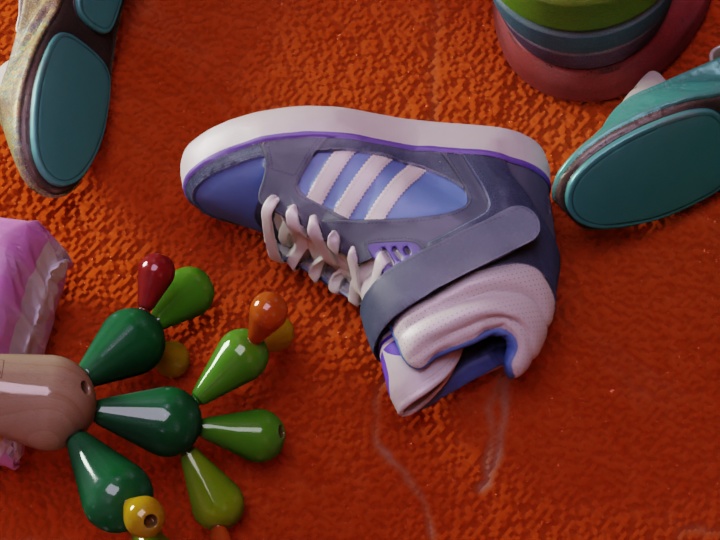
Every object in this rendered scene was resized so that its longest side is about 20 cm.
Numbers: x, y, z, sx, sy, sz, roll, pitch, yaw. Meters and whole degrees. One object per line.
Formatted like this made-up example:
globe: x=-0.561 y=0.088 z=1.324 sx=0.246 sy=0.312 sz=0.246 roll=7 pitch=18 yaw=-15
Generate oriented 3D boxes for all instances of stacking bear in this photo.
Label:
stacking bear: x=0.111 y=-0.183 z=0.953 sx=0.121 sy=0.200 sz=0.114 roll=14 pitch=66 yaw=17

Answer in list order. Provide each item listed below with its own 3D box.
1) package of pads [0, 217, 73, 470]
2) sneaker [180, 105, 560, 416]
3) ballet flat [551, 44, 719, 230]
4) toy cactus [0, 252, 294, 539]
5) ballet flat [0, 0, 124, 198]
package of pads: x=-0.259 y=0.030 z=0.985 sx=0.199 sy=0.076 sz=0.121 roll=5 pitch=63 yaw=13
sneaker: x=0.000 y=0.000 z=0.948 sx=0.198 sy=0.081 sz=0.147 roll=2 pitch=59 yaw=5
ballet flat: x=0.183 y=-0.082 z=0.975 sx=0.199 sy=0.068 sz=0.071 roll=-24 pitch=37 yaw=-2
toy cactus: x=-0.112 y=0.069 z=0.909 sx=0.164 sy=0.102 sz=0.201 roll=11 pitch=58 yaw=-15
ballet flat: x=-0.171 y=-0.126 z=1.061 sx=0.070 sy=0.071 sz=0.201 roll=3 pitch=65 yaw=12
